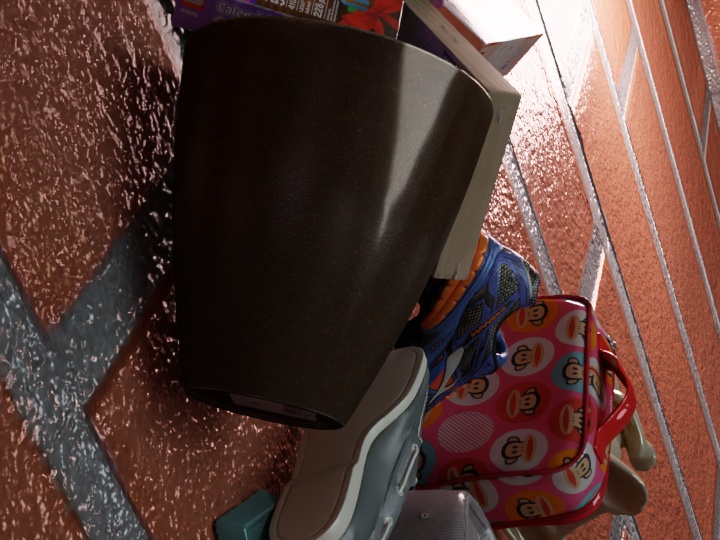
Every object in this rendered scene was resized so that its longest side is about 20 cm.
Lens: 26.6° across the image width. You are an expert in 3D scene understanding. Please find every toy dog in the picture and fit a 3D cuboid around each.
[{"bbox_3d":[0.176,0.140,1.389,0.194,0.140,0.200,39,31,-2],"label":"toy dog"}]

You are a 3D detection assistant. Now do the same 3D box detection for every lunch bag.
[{"bbox_3d":[0.129,0.106,1.190,0.200,0.176,0.082,-75,147,-45],"label":"lunch bag"}]

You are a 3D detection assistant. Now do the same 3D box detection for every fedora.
[{"bbox_3d":[0.048,0.227,1.052,0.200,0.090,0.177,-72,145,-49],"label":"fedora"}]

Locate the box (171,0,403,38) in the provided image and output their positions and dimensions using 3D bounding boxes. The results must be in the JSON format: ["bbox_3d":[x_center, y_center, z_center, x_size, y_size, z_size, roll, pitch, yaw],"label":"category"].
[{"bbox_3d":[-0.035,-0.215,0.992,0.039,0.137,0.200,114,-11,-48],"label":"box"}]

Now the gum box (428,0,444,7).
[{"bbox_3d":[0.011,-0.285,1.135,0.066,0.113,0.200,89,5,-57],"label":"gum box"}]

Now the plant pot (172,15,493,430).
[{"bbox_3d":[-0.033,-0.016,0.878,0.187,0.187,0.200,37,62,-60],"label":"plant pot"}]

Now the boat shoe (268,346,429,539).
[{"bbox_3d":[0.002,0.125,0.967,0.062,0.073,0.200,61,33,-24],"label":"boat shoe"}]

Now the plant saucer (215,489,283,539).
[{"bbox_3d":[-0.045,0.236,0.919,0.070,0.019,0.200,-23,103,-67],"label":"plant saucer"}]

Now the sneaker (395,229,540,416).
[{"bbox_3d":[0.062,0.061,1.073,0.075,0.078,0.200,-86,-161,-53],"label":"sneaker"}]

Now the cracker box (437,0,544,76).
[{"bbox_3d":[0.065,-0.217,1.251,0.134,0.058,0.200,45,23,6],"label":"cracker box"}]

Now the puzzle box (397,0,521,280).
[{"bbox_3d":[0.046,-0.096,1.037,0.200,0.025,0.133,-120,-139,-56],"label":"puzzle box"}]
